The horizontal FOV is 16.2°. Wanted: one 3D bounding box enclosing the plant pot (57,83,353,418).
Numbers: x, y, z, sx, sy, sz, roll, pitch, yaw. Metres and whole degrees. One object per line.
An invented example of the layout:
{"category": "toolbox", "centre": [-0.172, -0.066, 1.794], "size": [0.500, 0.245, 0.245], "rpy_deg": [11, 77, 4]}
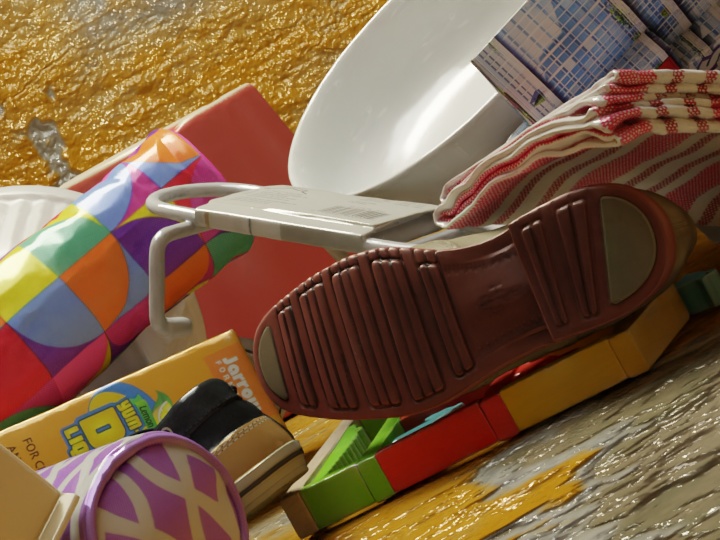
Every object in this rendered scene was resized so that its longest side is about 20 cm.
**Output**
{"category": "plant pot", "centre": [-0.085, -0.003, 1.528], "size": [0.200, 0.178, 0.200], "rpy_deg": [-29, 5, 3]}

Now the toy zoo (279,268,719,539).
{"category": "toy zoo", "centre": [0.067, 0.047, 1.100], "size": [0.199, 0.021, 0.131], "rpy_deg": [-28, 6, 17]}

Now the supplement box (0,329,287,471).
{"category": "supplement box", "centre": [-0.134, 0.103, 1.204], "size": [0.199, 0.067, 0.069], "rpy_deg": [-24, -26, -17]}

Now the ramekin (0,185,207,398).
{"category": "ramekin", "centre": [-0.182, 0.063, 1.375], "size": [0.200, 0.201, 0.105], "rpy_deg": [-28, 16, 7]}

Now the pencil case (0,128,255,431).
{"category": "pencil case", "centre": [-0.146, 0.016, 1.262], "size": [0.200, 0.089, 0.088], "rpy_deg": [-40, 9, -18]}

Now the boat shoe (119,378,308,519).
{"category": "boat shoe", "centre": [-0.092, 0.103, 1.108], "size": [0.075, 0.062, 0.200], "rpy_deg": [-35, -4, -38]}

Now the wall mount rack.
{"category": "wall mount rack", "centre": [0.000, 0.000, 1.198], "size": [0.199, 0.075, 0.173], "rpy_deg": [10, 16, 37]}

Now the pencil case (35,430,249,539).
{"category": "pencil case", "centre": [-0.123, 0.124, 1.031], "size": [0.200, 0.086, 0.084], "rpy_deg": [-21, 31, 49]}

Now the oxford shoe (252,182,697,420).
{"category": "oxford shoe", "centre": [0.050, 0.017, 1.060], "size": [0.199, 0.071, 0.075], "rpy_deg": [-16, -5, 26]}

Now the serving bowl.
{"category": "serving bowl", "centre": [0.057, -0.091, 1.279], "size": [0.200, 0.066, 0.200], "rpy_deg": [-38, 24, 20]}

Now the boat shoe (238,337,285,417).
{"category": "boat shoe", "centre": [-0.126, 0.106, 1.283], "size": [0.201, 0.075, 0.086], "rpy_deg": [-31, 5, 11]}

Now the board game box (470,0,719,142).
{"category": "board game box", "centre": [0.130, -0.087, 1.154], "size": [0.200, 0.062, 0.200], "rpy_deg": [-48, -22, 5]}

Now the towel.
{"category": "towel", "centre": [0.148, -0.044, 1.068], "size": [0.199, 0.030, 0.146], "rpy_deg": [-1, -16, -27]}

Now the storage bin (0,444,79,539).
{"category": "storage bin", "centre": [-0.227, 0.154, 0.947], "size": [0.200, 0.094, 0.199], "rpy_deg": [-23, 34, 48]}

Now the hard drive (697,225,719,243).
{"category": "hard drive", "centre": [0.250, -0.101, 1.229], "size": [0.200, 0.027, 0.132], "rpy_deg": [-34, -20, -34]}
